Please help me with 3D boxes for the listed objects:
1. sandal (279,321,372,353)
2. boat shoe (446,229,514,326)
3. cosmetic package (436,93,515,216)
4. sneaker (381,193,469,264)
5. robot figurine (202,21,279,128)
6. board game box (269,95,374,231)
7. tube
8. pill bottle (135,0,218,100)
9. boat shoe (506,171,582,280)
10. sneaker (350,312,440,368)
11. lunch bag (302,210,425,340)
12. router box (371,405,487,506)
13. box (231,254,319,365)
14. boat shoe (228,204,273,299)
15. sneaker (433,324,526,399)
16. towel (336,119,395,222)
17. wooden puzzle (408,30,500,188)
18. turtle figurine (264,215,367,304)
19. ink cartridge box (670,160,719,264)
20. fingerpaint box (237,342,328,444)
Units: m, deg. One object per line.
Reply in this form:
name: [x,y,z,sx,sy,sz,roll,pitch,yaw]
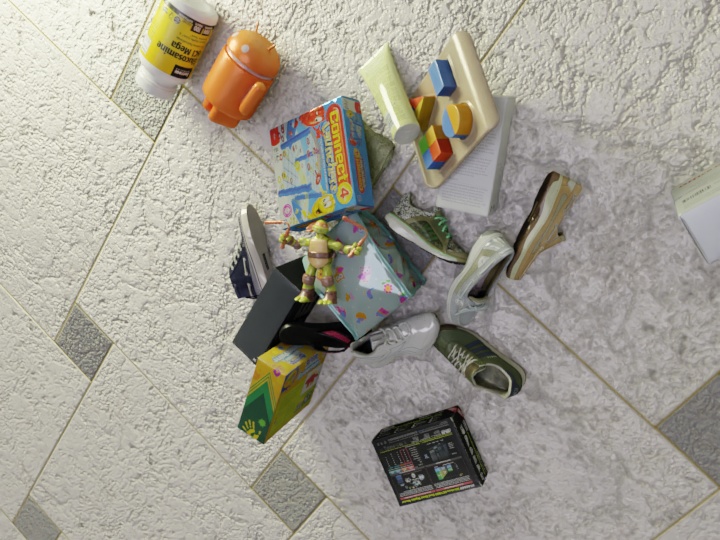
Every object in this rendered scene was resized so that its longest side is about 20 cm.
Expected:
sandal: [-0.066,0.139,1.343,0.046,0.196,0.076,-113,34,-44]
boat shoe: [0.216,0.026,1.215,0.065,0.073,0.205,54,132,41]
cosmetic package: [0.201,-0.207,1.180,0.099,0.071,0.205,14,109,21]
sneaker: [0.138,-0.078,1.249,0.197,0.077,0.090,31,96,9]
robot figurine: [-0.232,-0.378,1.307,0.116,0.145,0.201,33,117,-12]
board game box: [-0.076,-0.194,1.261,0.193,0.055,0.205,-15,80,39]
tube: [0.053,-0.316,1.200,0.057,0.052,0.203,-16,60,-9]
pill bottle: [-0.376,-0.453,1.353,0.112,0.112,0.201,40,116,9]
boat shoe: [0.322,-0.065,1.169,0.075,0.072,0.203,22,114,0]
sneaker: [0.067,0.137,1.311,0.198,0.086,0.076,-31,62,26]
lunch bag: [0.000,0.000,1.297,0.170,0.122,0.201,-40,88,28]
router box: [0.139,0.378,1.363,0.197,0.062,0.153,-23,93,27]
box: [-0.160,0.078,1.377,0.078,0.141,0.202,38,115,10]
boat shoe: [-0.245,-0.032,1.422,0.091,0.075,0.205,-10,100,18]
sneaker: [0.214,0.172,1.261,0.198,0.090,0.068,30,114,15]
towel: [-0.030,-0.198,1.307,0.148,0.036,0.202,39,116,12]
wooden puzzle: [0.137,-0.266,1.130,0.200,0.045,0.189,-43,56,53]
turtle figurine: [-0.085,-0.024,1.240,0.195,0.064,0.166,6,96,9]
ink cartridge box: [0.545,-0.104,0.981,0.145,0.200,0.084,-33,92,27]
fingerpaint box: [-0.155,0.229,1.380,0.072,0.199,0.170,26,113,16]
